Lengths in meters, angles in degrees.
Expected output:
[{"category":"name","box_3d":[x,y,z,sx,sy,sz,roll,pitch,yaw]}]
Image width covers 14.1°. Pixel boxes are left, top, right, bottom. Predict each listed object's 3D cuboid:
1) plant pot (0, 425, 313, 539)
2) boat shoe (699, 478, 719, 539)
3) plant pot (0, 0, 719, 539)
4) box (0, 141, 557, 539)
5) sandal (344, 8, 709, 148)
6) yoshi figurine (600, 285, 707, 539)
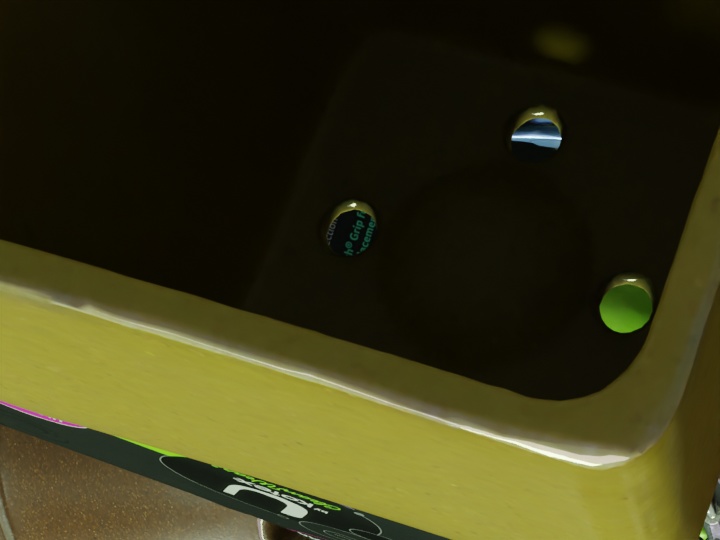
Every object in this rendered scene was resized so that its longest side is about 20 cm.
[{"category":"plant pot","box_3d":[-0.060,0.073,1.248,0.198,0.201,0.200,-4,154,44]},{"category":"boat shoe","box_3d":[0.140,0.105,0.982,0.068,0.074,0.200,-9,121,15]},{"category":"plant pot","box_3d":[0.009,-0.038,0.611,0.194,0.195,0.200,16,160,18]},{"category":"box","box_3d":[-0.045,0.002,0.936,0.199,0.125,0.149,19,167,-4]},{"category":"sandal","box_3d":[0.019,-0.063,0.773,0.199,0.080,0.087,7,171,19]},{"category":"yoshi figurine","box_3d":[0.151,0.063,1.060,0.199,0.113,0.112,26,173,-12]}]
